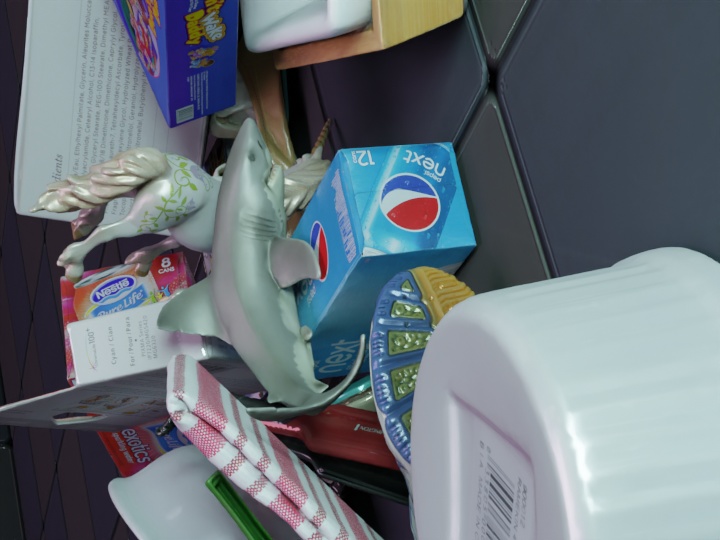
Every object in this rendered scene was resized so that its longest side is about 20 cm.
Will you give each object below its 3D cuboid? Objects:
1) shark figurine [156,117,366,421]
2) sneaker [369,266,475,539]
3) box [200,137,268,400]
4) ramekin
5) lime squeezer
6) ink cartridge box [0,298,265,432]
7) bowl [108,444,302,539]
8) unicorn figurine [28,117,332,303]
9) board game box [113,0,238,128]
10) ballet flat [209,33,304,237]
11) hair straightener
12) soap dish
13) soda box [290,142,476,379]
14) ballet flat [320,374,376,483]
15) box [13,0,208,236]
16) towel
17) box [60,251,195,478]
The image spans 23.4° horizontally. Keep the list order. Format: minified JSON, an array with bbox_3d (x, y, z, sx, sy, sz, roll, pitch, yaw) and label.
[{"bbox_3d":[-0.065,0.032,0.961,0.215,0.089,0.129,-110,22,-44],"label":"shark figurine"},{"bbox_3d":[0.043,0.101,0.876,0.088,0.075,0.201,124,134,-66],"label":"sneaker"},{"bbox_3d":[-0.083,0.008,1.297,0.137,0.040,0.201,132,130,-66],"label":"box"},{"bbox_3d":[0.093,0.095,0.696,0.200,0.097,0.202,175,90,-72],"label":"ramekin"},{"bbox_3d":[-0.009,0.178,0.898,0.200,0.038,0.071,45,144,0],"label":"lime squeezer"},{"bbox_3d":[-0.134,0.063,1.124,0.200,0.175,0.045,18,-121,-68],"label":"ink cartridge box"},{"bbox_3d":[-0.066,0.179,1.154,0.201,0.090,0.201,43,177,3],"label":"bowl"},{"bbox_3d":[-0.097,-0.034,1.059,0.137,0.200,0.074,-35,74,21],"label":"unicorn figurine"},{"bbox_3d":[-0.114,-0.188,0.978,0.200,0.045,0.135,102,145,-67],"label":"board game box"},{"bbox_3d":[-0.074,-0.087,1.205,0.069,0.063,0.201,120,141,-63],"label":"ballet flat"},{"bbox_3d":[-0.031,0.111,1.001,0.041,0.199,0.077,-61,-36,-38],"label":"hair straightener"},{"bbox_3d":[-0.010,-0.194,0.949,0.200,0.081,0.158,-170,75,-71],"label":"soap dish"},{"bbox_3d":[0.000,0.000,0.997,0.200,0.067,0.065,124,137,-63],"label":"soda box"},{"bbox_3d":[-0.010,0.102,1.082,0.200,0.069,0.070,159,105,-70],"label":"ballet flat"},{"bbox_3d":[-0.167,-0.162,1.256,0.199,0.130,0.201,-91,10,-60],"label":"box"},{"bbox_3d":[-0.031,0.124,0.900,0.200,0.030,0.146,45,177,-6],"label":"towel"},{"bbox_3d":[-0.158,0.083,1.352,0.200,0.099,0.096,75,-176,-56],"label":"box"}]
